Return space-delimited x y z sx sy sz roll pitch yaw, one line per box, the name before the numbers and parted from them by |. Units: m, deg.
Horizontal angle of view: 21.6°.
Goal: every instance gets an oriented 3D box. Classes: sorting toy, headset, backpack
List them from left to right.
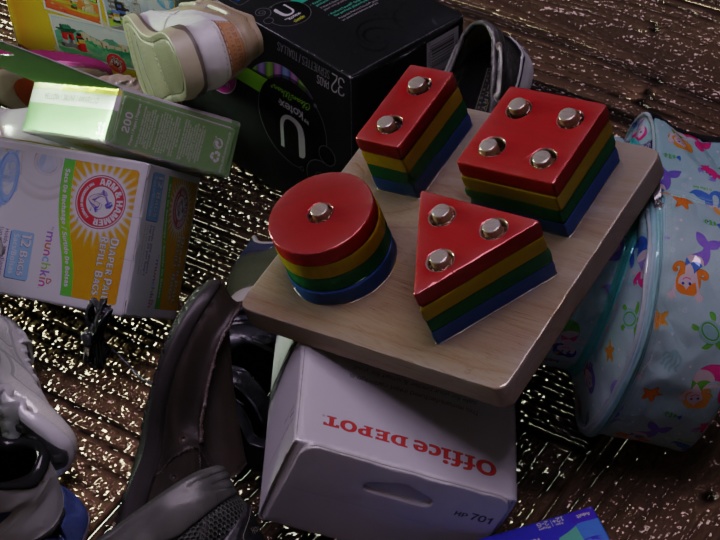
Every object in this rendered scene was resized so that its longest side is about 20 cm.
headset | -0.088 0.067 1.270 0.200 0.094 0.124 10 43 0
sorting toy | 0.049 -0.036 1.156 0.200 0.070 0.199 16 57 34
backpack | 0.183 0.012 1.232 0.150 0.178 0.200 9 45 -12

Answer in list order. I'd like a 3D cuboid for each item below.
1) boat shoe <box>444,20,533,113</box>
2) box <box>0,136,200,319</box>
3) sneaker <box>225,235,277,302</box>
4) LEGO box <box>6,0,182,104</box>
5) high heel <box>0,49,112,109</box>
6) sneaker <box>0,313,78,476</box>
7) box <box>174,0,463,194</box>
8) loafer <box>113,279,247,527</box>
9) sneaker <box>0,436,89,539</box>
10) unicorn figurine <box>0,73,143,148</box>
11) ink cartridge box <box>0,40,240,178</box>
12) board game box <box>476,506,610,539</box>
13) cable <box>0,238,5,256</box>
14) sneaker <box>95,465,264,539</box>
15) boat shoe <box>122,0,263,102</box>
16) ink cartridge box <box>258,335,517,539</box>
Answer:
boat shoe | 0.069 -0.084 1.375 0.071 0.064 0.200 9 79 31
box | -0.230 -0.034 1.355 0.200 0.113 0.101 11 0 16
sneaker | 0.000 0.000 1.348 0.200 0.067 0.090 -5 45 10
LEGO box | -0.195 -0.227 1.558 0.200 0.149 0.077 18 47 23
high heel | -0.299 -0.179 1.573 0.200 0.067 0.096 -2 53 8
sneaker | -0.253 0.071 1.304 0.081 0.075 0.200 -28 47 -35
box | -0.033 -0.151 1.455 0.124 0.149 0.200 -32 48 -33
loafer | -0.104 0.105 1.196 0.071 0.200 0.073 15 4 -5
sneaker | -0.275 0.151 1.181 0.199 0.115 0.081 -21 44 -16
unicorn figurine | -0.242 -0.101 1.482 0.200 0.074 0.137 2 47 5
ink cartridge box | -0.205 -0.116 1.340 0.200 0.048 0.145 15 -2 -35
board game box | 0.103 0.241 1.096 0.152 0.045 0.200 -15 44 -11
cable | -0.320 0.059 1.210 0.200 0.069 0.200 -40 30 21
sneaker | -0.136 0.215 1.123 0.199 0.076 0.114 -34 79 -2
boat shoe | -0.124 -0.161 1.390 0.068 0.075 0.200 -21 18 -15
ink cartridge box | 0.019 0.079 1.218 0.146 0.086 0.200 17 43 -12
